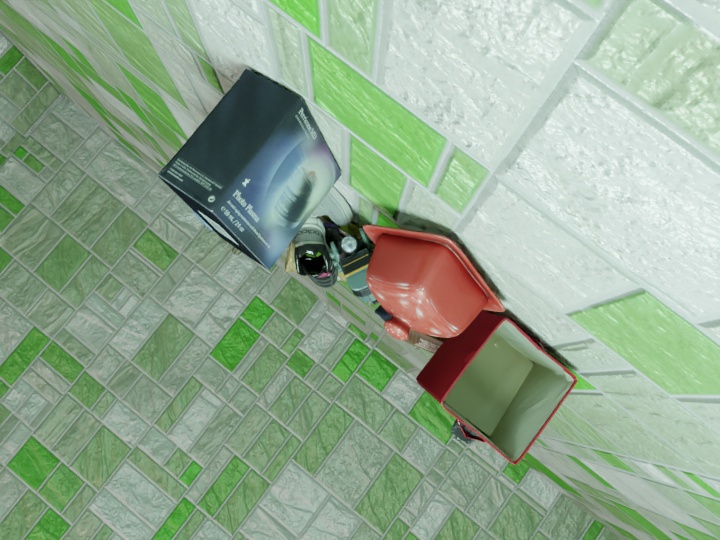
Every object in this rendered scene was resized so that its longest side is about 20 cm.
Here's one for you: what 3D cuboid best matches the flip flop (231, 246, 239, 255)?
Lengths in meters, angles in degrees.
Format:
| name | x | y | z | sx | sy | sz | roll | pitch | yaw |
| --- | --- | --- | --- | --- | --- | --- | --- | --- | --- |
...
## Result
| name | x | y | z | sx | sy | sz | roll | pitch | yaw |
| --- | --- | --- | --- | --- | --- | --- | --- | --- | --- |
| flip flop | -0.175 | -0.068 | 1.196 | 0.199 | 0.081 | 0.058 | -25 | 116 | 38 |

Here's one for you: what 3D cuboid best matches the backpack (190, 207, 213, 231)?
| name | x | y | z | sx | sy | sz | roll | pitch | yaw |
| --- | --- | --- | --- | --- | --- | --- | --- | --- | --- |
| backpack | -0.243 | -0.151 | 1.142 | 0.199 | 0.135 | 0.183 | -29 | 107 | 36 |

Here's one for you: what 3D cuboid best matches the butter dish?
| name | x | y | z | sx | sy | sz | roll | pitch | yaw |
| --- | --- | --- | --- | --- | --- | --- | --- | --- | --- |
| butter dish | 0.087 | 0.039 | 0.973 | 0.198 | 0.149 | 0.200 | 12 | 153 | 48 |

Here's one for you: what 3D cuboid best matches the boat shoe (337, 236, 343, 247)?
| name | x | y | z | sx | sy | sz | roll | pitch | yaw |
| --- | --- | --- | --- | --- | --- | --- | --- | --- | --- |
| boat shoe | -0.061 | -0.050 | 1.490 | 0.074 | 0.076 | 0.202 | 8 | -176 | -32 |

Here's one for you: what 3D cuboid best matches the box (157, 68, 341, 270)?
| name | x | y | z | sx | sy | sz | roll | pitch | yaw |
| --- | --- | --- | --- | --- | --- | --- | --- | --- | --- |
| box | -0.150 | -0.142 | 0.926 | 0.123 | 0.199 | 0.200 | 31 | 169 | 25 |

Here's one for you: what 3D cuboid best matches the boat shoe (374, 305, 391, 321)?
| name | x | y | z | sx | sy | sz | roll | pitch | yaw |
| --- | --- | --- | --- | --- | --- | --- | --- | --- | --- |
| boat shoe | 0.117 | 0.104 | 1.403 | 0.199 | 0.093 | 0.075 | 28 | 167 | 50 |

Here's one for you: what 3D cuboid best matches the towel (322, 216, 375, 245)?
| name | x | y | z | sx | sy | sz | roll | pitch | yaw |
| --- | --- | --- | --- | --- | --- | --- | --- | --- | --- |
| towel | -0.019 | -0.080 | 1.285 | 0.199 | 0.018 | 0.086 | 34 | 169 | 29 |

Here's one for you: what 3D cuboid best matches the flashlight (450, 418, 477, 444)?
| name | x | y | z | sx | sy | sz | roll | pitch | yaw |
| --- | --- | --- | --- | --- | --- | --- | --- | --- | --- |
| flashlight | 0.245 | 0.251 | 1.257 | 0.068 | 0.201 | 0.068 | 0 | 134 | 49 |

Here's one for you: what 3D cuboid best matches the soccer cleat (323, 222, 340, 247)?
| name | x | y | z | sx | sy | sz | roll | pitch | yaw |
| --- | --- | --- | --- | --- | --- | --- | --- | --- | --- |
| soccer cleat | -0.090 | -0.076 | 1.384 | 0.067 | 0.074 | 0.200 | 14 | 160 | -13 |

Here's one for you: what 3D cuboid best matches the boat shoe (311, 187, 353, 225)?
| name | x | y | z | sx | sy | sz | roll | pitch | yaw |
| --- | --- | --- | --- | --- | --- | --- | --- | --- | --- |
| boat shoe | -0.085 | -0.133 | 1.121 | 0.072 | 0.069 | 0.200 | 30 | 167 | 41 |

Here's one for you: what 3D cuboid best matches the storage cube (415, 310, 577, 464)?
| name | x | y | z | sx | sy | sz | roll | pitch | yaw |
| --- | --- | --- | --- | --- | --- | --- | --- | --- | --- |
| storage cube | 0.225 | 0.190 | 1.090 | 0.170 | 0.201 | 0.180 | 39 | 177 | -8 |

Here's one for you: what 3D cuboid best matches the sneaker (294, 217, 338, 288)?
| name | x | y | z | sx | sy | sz | roll | pitch | yaw |
| --- | --- | --- | --- | --- | --- | --- | --- | --- | --- |
| sneaker | -0.087 | -0.013 | 1.212 | 0.073 | 0.088 | 0.201 | -3 | 145 | 7 |

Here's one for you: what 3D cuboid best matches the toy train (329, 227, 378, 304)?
| name | x | y | z | sx | sy | sz | roll | pitch | yaw |
| --- | --- | --- | --- | --- | --- | --- | --- | --- | --- |
| toy train | 0.000 | 0.000 | 1.178 | 0.200 | 0.084 | 0.115 | 67 | 179 | -75 |

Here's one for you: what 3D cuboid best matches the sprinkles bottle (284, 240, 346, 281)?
| name | x | y | z | sx | sy | sz | roll | pitch | yaw |
| --- | --- | --- | --- | --- | --- | --- | --- | --- | --- |
| sprinkles bottle | -0.058 | -0.014 | 1.333 | 0.197 | 0.069 | 0.068 | 10 | 176 | -12 |

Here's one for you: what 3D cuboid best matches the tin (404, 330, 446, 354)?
| name | x | y | z | sx | sy | sz | roll | pitch | yaw |
| --- | --- | --- | --- | --- | --- | --- | --- | --- | --- |
| tin | 0.160 | 0.129 | 1.278 | 0.198 | 0.042 | 0.112 | 21 | -151 | 21 |
